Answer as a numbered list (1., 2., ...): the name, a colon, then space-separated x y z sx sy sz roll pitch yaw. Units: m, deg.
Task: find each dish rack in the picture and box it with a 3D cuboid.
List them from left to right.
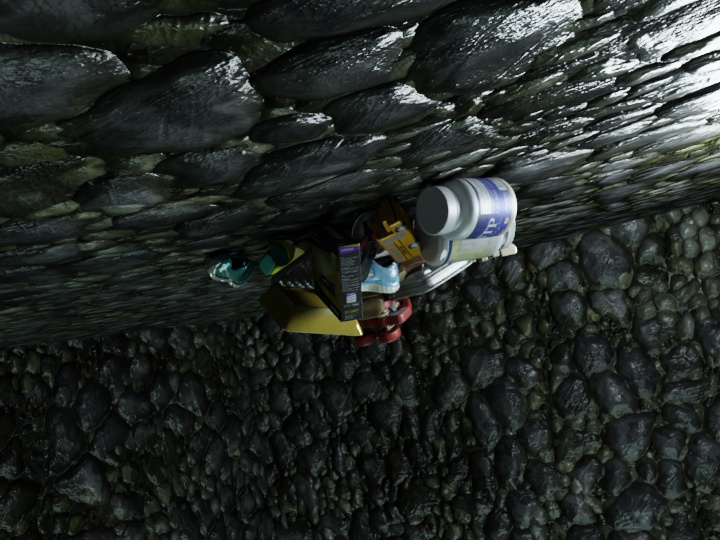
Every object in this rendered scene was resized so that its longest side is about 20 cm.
1. dish rack: -0.113 0.008 1.652 0.197 0.044 0.172 -35 143 9
2. dish rack: 0.173 0.011 1.742 0.169 0.044 0.199 -31 -176 -27

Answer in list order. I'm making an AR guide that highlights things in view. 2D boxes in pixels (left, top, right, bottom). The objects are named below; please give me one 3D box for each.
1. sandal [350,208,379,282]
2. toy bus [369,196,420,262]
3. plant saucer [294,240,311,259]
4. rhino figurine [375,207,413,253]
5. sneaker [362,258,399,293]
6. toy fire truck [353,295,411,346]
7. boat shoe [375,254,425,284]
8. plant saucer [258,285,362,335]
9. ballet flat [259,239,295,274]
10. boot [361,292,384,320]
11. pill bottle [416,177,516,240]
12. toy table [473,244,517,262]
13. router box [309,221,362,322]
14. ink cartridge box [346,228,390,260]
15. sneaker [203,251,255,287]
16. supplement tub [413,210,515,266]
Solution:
1. sandal: 0.012 -0.045 1.520 0.073 0.205 0.045 -11 -141 -25
2. toy bus: 0.076 -0.085 1.468 0.076 0.067 0.200 -22 158 12
3. plant saucer: -0.127 -0.006 1.792 0.198 0.049 0.198 37 151 -22
4. rhino figurine: 0.059 -0.096 1.592 0.085 0.062 0.199 5 153 -31
5. sneaker: 0.000 0.000 1.631 0.194 0.093 0.078 2 -168 -18
6. toy fire truck: 0.056 0.114 1.882 0.195 0.115 0.168 -11 -161 35
7. boat shoe: 0.080 0.003 1.709 0.194 0.076 0.076 -15 174 12
8. plant saucer: -0.113 0.084 1.555 0.195 0.050 0.199 7 -166 -28
9. ballet flat: -0.193 -0.042 1.661 0.066 0.068 0.199 -33 180 -26
10. boot: -0.026 0.097 1.780 0.195 0.078 0.073 -11 -174 29
11. pill bottle: 0.208 -0.122 1.361 0.196 0.124 0.118 -7 173 -39
12. toy table: 0.376 -0.092 2.072 0.178 0.121 0.200 -12 176 7
13. router box: -0.053 -0.002 1.456 0.051 0.163 0.200 -8 -162 -19
14. ink cartridge box: 0.020 -0.061 1.773 0.141 0.086 0.200 -11 174 -16
15. sneaker: -0.304 -0.008 1.681 0.078 0.080 0.199 -22 172 15
16. supplement tub: 0.232 -0.096 1.534 0.194 0.150 0.145 -10 175 -20
